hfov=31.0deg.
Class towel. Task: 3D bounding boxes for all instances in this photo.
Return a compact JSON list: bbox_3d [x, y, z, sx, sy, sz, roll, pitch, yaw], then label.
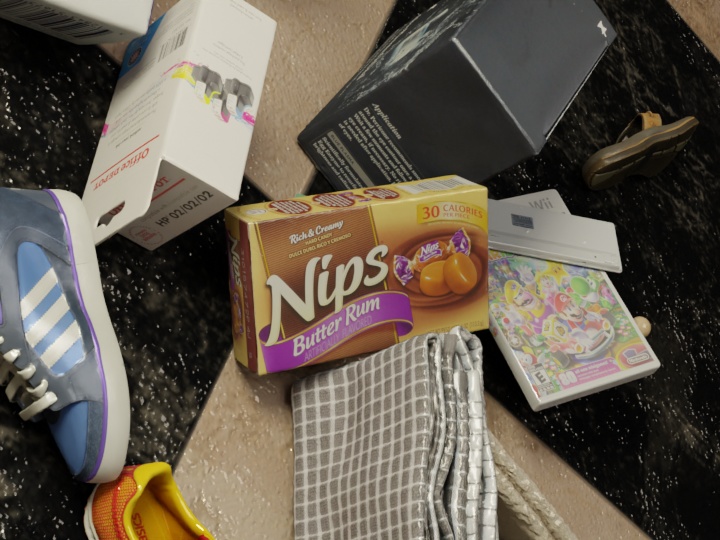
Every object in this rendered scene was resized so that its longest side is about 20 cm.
[{"bbox_3d":[0.111,0.186,1.032,0.034,0.132,0.200,-44,106,-20],"label":"towel"},{"bbox_3d":[0.021,0.151,0.940,0.085,0.165,0.202,13,64,-32],"label":"towel"}]

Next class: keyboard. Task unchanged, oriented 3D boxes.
[{"bbox_3d":[0.148,-0.038,1.186,0.198,0.011,0.057,10,48,-17],"label":"keyboard"}]

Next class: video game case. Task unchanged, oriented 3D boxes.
[{"bbox_3d":[0.166,0.021,1.168,0.142,0.018,0.201,-13,63,-30],"label":"video game case"}]

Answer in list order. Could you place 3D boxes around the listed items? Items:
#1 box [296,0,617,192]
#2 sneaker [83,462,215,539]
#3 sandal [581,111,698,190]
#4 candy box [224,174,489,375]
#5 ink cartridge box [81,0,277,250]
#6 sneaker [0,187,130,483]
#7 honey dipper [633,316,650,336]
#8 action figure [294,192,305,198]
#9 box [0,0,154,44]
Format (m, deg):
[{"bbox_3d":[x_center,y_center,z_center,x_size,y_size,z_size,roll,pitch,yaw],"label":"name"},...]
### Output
[{"bbox_3d":[0.083,-0.156,1.102,0.118,0.199,0.197,51,46,-14],"label":"box"},{"bbox_3d":[-0.111,0.220,0.848,0.073,0.077,0.201,-39,102,-46],"label":"sneaker"},{"bbox_3d":[0.297,-0.136,1.397,0.199,0.082,0.055,-21,65,-39],"label":"sandal"},{"bbox_3d":[0.000,0.000,0.985,0.198,0.056,0.118,-10,108,-25],"label":"candy box"},{"bbox_3d":[-0.134,-0.094,0.931,0.068,0.115,0.202,29,56,-30],"label":"ink cartridge box"},{"bbox_3d":[-0.234,0.045,0.814,0.145,0.080,0.202,-6,80,-36],"label":"sneaker"},{"bbox_3d":[0.217,0.031,1.261,0.199,0.038,0.038,21,59,-35],"label":"honey dipper"},{"bbox_3d":[0.028,0.016,1.083,0.199,0.054,0.119,22,59,-38],"label":"action figure"},{"bbox_3d":[-0.229,-0.280,0.887,0.183,0.104,0.202,14,85,-39],"label":"box"}]
